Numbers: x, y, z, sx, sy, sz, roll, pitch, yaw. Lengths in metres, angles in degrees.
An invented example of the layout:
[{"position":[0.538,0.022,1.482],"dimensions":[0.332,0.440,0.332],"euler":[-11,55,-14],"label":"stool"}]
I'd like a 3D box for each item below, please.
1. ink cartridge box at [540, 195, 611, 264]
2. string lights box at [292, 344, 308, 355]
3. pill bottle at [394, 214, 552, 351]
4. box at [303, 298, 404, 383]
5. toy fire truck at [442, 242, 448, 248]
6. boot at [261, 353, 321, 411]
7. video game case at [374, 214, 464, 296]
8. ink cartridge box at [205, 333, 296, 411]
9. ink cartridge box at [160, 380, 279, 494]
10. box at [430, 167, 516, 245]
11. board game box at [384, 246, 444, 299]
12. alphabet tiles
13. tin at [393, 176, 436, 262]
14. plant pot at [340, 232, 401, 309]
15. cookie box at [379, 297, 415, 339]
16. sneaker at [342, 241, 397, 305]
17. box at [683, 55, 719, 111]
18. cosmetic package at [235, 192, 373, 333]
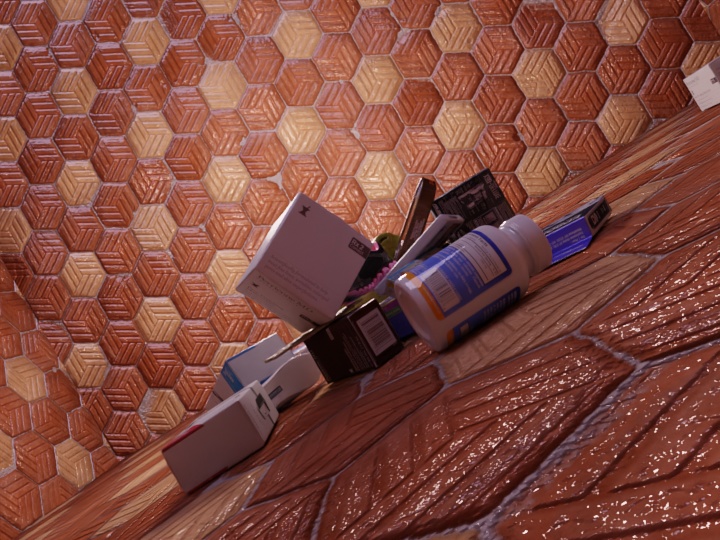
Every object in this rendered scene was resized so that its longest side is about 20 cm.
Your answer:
[{"position":[0.306,-0.041,0.991],"dimensions":[0.197,0.044,0.199],"euler":[-32,0,38],"label":"ink cartridge box"},{"position":[-0.204,0.286,1.868],"dimensions":[0.199,0.059,0.102],"euler":[-33,-1,44],"label":"string lights box"},{"position":[0.154,0.010,0.796],"dimensions":[0.198,0.113,0.112],"euler":[-31,-1,-11],"label":"pill bottle"},{"position":[-0.019,0.131,1.063],"dimensions":[0.075,0.101,0.200],"euler":[-31,-2,-32],"label":"box"},{"position":[0.190,0.011,1.542],"dimensions":[0.198,0.130,0.176],"euler":[-19,-8,-34],"label":"toy fire truck"},{"position":[-0.165,0.242,1.213],"dimensions":[0.199,0.073,0.090],"euler":[-33,-6,-22],"label":"boot"},{"position":[0.123,-0.034,1.207],"dimensions":[0.200,0.023,0.182],"euler":[-50,-12,17],"label":"video game case"},{"position":[-0.241,0.249,1.296],"dimensions":[0.144,0.084,0.201],"euler":[-28,-22,-44],"label":"ink cartridge box"},{"position":[-0.226,0.270,0.992],"dimensions":[0.146,0.083,0.200],"euler":[-33,0,-2],"label":"ink cartridge box"},{"position":[0.265,-0.103,1.327],"dimensions":[0.157,0.202,0.050],"euler":[-32,3,1],"label":"box"},{"position":[0.150,0.016,1.087],"dimensions":[0.133,0.035,0.199],"euler":[18,28,28],"label":"board game box"},{"position":[-0.088,0.113,1.111],"dimensions":[0.199,0.006,0.166],"euler":[-33,0,-24],"label":"alphabet tiles"},{"position":[0.119,-0.103,1.292],"dimensions":[0.112,0.041,0.202],"euler":[-68,-4,-71],"label":"tin"},{"position":[0.050,0.014,1.424],"dimensions":[0.199,0.201,0.185],"euler":[-31,-14,-39],"label":"plant pot"},{"position":[0.089,0.079,1.180],"dimensions":[0.170,0.076,0.199],"euler":[-33,-1,38],"label":"cookie box"},{"position":[0.000,0.000,1.205],"dimensions":[0.079,0.096,0.199],"euler":[-30,3,39],"label":"sneaker"},{"position":[1.200,-0.640,1.913],"dimensions":[0.199,0.132,0.199],"euler":[-32,-1,9],"label":"box"},{"position":[-0.108,-0.006,1.092],"dimensions":[0.166,0.164,0.200],"euler":[-61,12,-21],"label":"cosmetic package"}]
